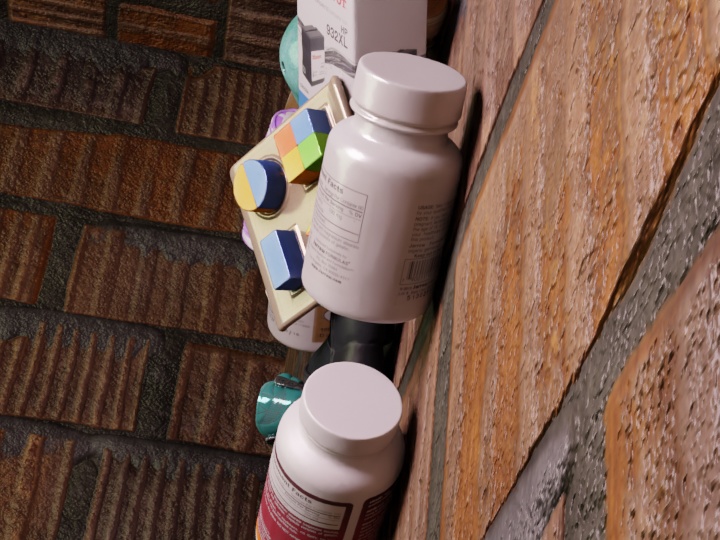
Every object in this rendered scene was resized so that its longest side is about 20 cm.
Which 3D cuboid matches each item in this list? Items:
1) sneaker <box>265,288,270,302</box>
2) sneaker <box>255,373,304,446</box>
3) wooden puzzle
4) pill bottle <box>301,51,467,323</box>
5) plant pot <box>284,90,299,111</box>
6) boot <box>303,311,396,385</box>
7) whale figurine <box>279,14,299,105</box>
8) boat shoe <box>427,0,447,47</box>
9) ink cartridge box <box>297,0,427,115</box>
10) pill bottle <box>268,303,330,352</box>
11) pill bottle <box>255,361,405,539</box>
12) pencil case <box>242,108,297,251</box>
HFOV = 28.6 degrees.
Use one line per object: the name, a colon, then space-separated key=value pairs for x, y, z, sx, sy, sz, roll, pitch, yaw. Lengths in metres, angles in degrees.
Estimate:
sneaker: x=-0.053 y=-0.036 z=1.455 sx=0.076 sy=0.077 sz=0.201 roll=51 pitch=146 yaw=44
sneaker: x=-0.054 y=0.158 z=1.559 sx=0.200 sy=0.120 sz=0.084 roll=131 pitch=149 yaw=-80
wooden puzzle: x=-0.060 y=-0.062 z=1.374 sx=0.200 sy=0.046 sz=0.186 roll=-38 pitch=63 yaw=42
pill bottle: x=0.023 y=-0.069 z=1.155 sx=0.115 sy=0.114 sz=0.201 roll=-91 pitch=12 yaw=-64
plant pot: x=-0.022 y=-0.225 z=1.868 sx=0.200 sy=0.027 sz=0.201 roll=-37 pitch=-30 yaw=-26
boot: x=-0.005 y=0.048 z=1.441 sx=0.200 sy=0.076 sz=0.169 roll=-154 pitch=70 yaw=-78
whale figurine: x=-0.043 y=-0.209 z=1.583 sx=0.200 sy=0.103 sz=0.160 roll=108 pitch=145 yaw=-54
boat shoe: x=0.053 y=-0.264 z=1.499 sx=0.200 sy=0.073 sz=0.070 roll=-111 pitch=10 yaw=-67
ink cartridge box: x=0.000 y=-0.214 z=1.405 sx=0.145 sy=0.083 sz=0.201 roll=-131 pitch=35 yaw=-52
pill bottle: x=-0.049 y=-0.013 z=1.694 sx=0.115 sy=0.113 sz=0.201 roll=-88 pitch=4 yaw=-57
pill bottle: x=-0.024 y=0.177 z=1.227 sx=0.113 sy=0.112 sz=0.201 roll=-86 pitch=8 yaw=-47
pencil case: x=-0.093 y=-0.102 z=1.749 sx=0.086 sy=0.083 sz=0.201 roll=-107 pitch=25 yaw=-46
